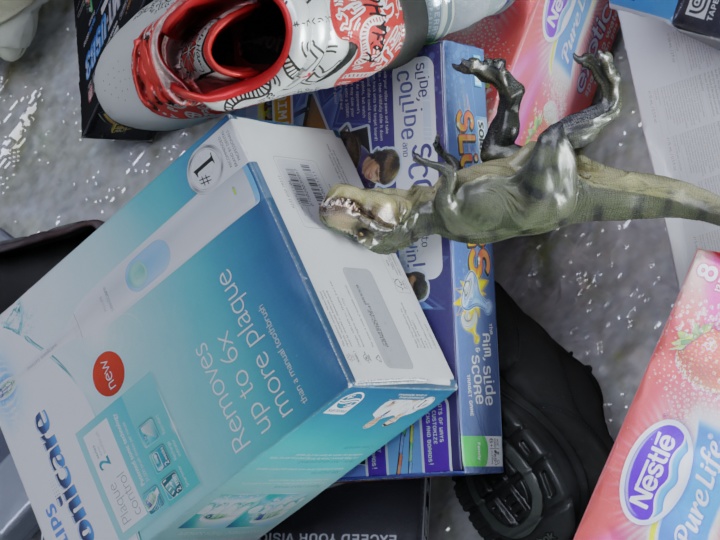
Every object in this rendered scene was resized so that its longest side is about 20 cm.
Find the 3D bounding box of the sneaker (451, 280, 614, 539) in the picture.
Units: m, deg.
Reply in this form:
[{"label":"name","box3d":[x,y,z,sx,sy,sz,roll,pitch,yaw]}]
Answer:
[{"label":"sneaker","box3d":[0.065,0.051,1.304,0.076,0.090,0.201,-47,62,39]}]

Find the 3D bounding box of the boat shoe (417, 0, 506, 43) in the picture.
[{"label":"boat shoe","box3d":[0.004,-0.182,1.313,0.071,0.070,0.201,-14,49,-29]}]

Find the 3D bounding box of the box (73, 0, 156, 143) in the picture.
[{"label":"box","box3d":[-0.115,-0.201,1.433,0.049,0.200,0.200,0,65,-18]}]

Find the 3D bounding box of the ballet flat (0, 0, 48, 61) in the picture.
[{"label":"ballet flat","box3d":[-0.227,-0.134,1.524,0.200,0.069,0.070,-34,60,14]}]

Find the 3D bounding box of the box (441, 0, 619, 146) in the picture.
[{"label":"box","box3d":[0.069,-0.136,1.364,0.102,0.095,0.201,15,77,29]}]

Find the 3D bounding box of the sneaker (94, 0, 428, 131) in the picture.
[{"label":"sneaker","box3d":[-0.076,-0.103,1.246,0.201,0.108,0.068,-9,93,38]}]

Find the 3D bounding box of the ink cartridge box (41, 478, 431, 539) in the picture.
[{"label":"ink cartridge box","box3d":[-0.062,0.130,1.337,0.197,0.043,0.201,-1,70,10]}]

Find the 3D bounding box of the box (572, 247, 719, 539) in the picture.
[{"label":"box","box3d":[0.165,0.102,1.206,0.102,0.095,0.201,25,94,20]}]

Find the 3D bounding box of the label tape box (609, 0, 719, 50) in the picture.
[{"label":"label tape box","box3d":[0.232,-0.159,1.254,0.199,0.066,0.144,21,90,38]}]

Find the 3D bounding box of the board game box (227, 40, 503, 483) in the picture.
[{"label":"board game box","box3d":[0.000,0.000,1.276,0.135,0.034,0.201,-6,83,37]}]

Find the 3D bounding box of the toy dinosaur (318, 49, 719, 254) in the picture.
[{"label":"toy dinosaur","box3d":[0.081,-0.052,1.203,0.199,0.047,0.089,-1,89,6]}]

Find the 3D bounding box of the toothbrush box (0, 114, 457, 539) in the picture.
[{"label":"toothbrush box","box3d":[-0.073,0.044,1.254,0.200,0.085,0.147,-38,65,31]}]

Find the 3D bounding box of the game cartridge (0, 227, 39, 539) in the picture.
[{"label":"game cartridge","box3d":[-0.210,0.052,1.458,0.133,0.042,0.200,-44,59,-3]}]

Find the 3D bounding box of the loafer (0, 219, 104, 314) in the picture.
[{"label":"loafer","box3d":[-0.202,0.012,1.413,0.199,0.063,0.072,-17,64,17]}]

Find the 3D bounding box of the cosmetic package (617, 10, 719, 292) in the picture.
[{"label":"cosmetic package","box3d":[0.187,-0.053,1.314,0.082,0.051,0.201,-18,64,19]}]
